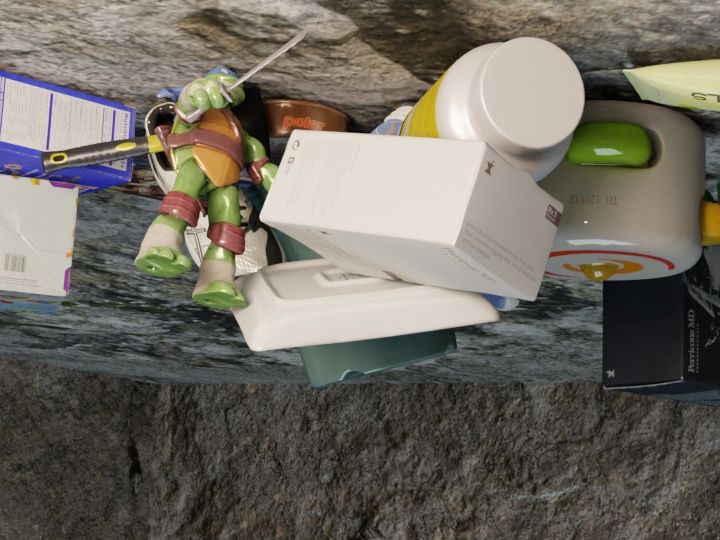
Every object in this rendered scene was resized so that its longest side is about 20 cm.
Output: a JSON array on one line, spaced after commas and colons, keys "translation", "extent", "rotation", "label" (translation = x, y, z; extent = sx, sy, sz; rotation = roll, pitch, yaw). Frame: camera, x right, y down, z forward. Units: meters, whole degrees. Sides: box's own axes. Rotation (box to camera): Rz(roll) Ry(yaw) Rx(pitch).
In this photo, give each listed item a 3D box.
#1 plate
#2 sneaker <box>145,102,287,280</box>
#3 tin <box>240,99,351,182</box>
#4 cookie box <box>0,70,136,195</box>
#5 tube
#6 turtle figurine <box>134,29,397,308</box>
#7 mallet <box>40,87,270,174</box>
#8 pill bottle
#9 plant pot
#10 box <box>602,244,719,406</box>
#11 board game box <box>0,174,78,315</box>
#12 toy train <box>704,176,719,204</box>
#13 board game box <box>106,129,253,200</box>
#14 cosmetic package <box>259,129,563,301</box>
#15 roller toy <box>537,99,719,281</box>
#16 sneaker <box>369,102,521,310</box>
[{"translation": [-0.006, 0.017, 1.145], "extent": [0.197, 0.033, 0.200], "rotation": [-6, -169, -11], "label": "plate"}, {"translation": [-0.139, -0.064, 1.270], "extent": [0.075, 0.201, 0.088], "rotation": [-35, 161, -10], "label": "sneaker"}, {"translation": [-0.080, -0.118, 1.338], "extent": [0.110, 0.043, 0.200], "rotation": [11, 168, -17], "label": "tin"}, {"translation": [-0.330, -0.123, 1.280], "extent": [0.198, 0.076, 0.170], "rotation": [12, 167, -39], "label": "cookie box"}, {"translation": [0.303, -0.138, 1.068], "extent": [0.197, 0.052, 0.059], "rotation": [5, 130, 23], "label": "tube"}, {"translation": [-0.090, -0.080, 1.108], "extent": [0.197, 0.197, 0.144], "rotation": [9, 159, 11], "label": "turtle figurine"}, {"translation": [-0.173, -0.100, 1.214], "extent": [0.197, 0.067, 0.041], "rotation": [-18, 170, -6], "label": "mallet"}, {"translation": [0.101, -0.111, 1.098], "extent": [0.110, 0.113, 0.200], "rotation": [6, 169, -12], "label": "pill bottle"}, {"translation": [0.000, 0.000, 1.352], "extent": [0.197, 0.199, 0.200], "rotation": [-14, 175, -1], "label": "plant pot"}, {"translation": [0.377, 0.041, 1.581], "extent": [0.195, 0.203, 0.123], "rotation": [10, 166, -36], "label": "box"}, {"translation": [-0.330, -0.022, 1.339], "extent": [0.103, 0.105, 0.200], "rotation": [7, 171, -15], "label": "board game box"}, {"translation": [0.329, -0.060, 1.415], "extent": [0.198, 0.042, 0.056], "rotation": [-20, 149, 36], "label": "toy train"}, {"translation": [-0.201, -0.103, 1.456], "extent": [0.198, 0.035, 0.135], "rotation": [10, 168, -31], "label": "board game box"}, {"translation": [0.037, -0.043, 1.044], "extent": [0.198, 0.082, 0.112], "rotation": [10, 165, 46], "label": "cosmetic package"}, {"translation": [0.215, -0.060, 1.252], "extent": [0.198, 0.142, 0.181], "rotation": [12, 167, -40], "label": "roller toy"}, {"translation": [0.069, -0.045, 1.223], "extent": [0.077, 0.201, 0.076], "rotation": [-32, 171, -23], "label": "sneaker"}]
